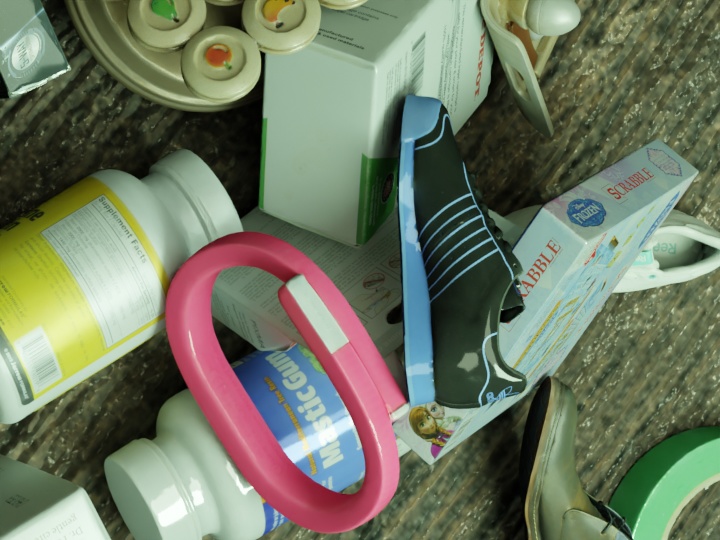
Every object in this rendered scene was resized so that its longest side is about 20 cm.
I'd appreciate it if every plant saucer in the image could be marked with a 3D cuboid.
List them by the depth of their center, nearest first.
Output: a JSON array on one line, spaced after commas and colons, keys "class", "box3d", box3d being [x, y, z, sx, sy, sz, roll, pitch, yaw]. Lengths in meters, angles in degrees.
[{"class": "plant saucer", "box3d": [-0.098, -0.203, 1.623, 0.198, 0.029, 0.202, -2, 94, -24]}]

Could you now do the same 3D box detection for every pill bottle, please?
[{"class": "pill bottle", "box3d": [-0.178, 0.004, 1.634, 0.199, 0.112, 0.113, -33, 107, -20]}, {"class": "pill bottle", "box3d": [-0.068, 0.116, 1.695, 0.199, 0.112, 0.113, -28, 105, -22]}]

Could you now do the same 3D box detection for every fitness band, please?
[{"class": "fitness band", "box3d": [-0.046, 0.070, 1.578, 0.037, 0.143, 0.201, -31, 90, -42]}]

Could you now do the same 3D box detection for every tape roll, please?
[{"class": "tape roll", "box3d": [0.275, 0.220, 1.901, 0.199, 0.048, 0.202, -2, 94, -25]}]

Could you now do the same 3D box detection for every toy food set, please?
[{"class": "toy food set", "box3d": [0.151, -0.210, 1.731, 0.201, 0.060, 0.144, -64, 158, -15]}]

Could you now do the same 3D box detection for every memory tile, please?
[{"class": "memory tile", "box3d": [-0.065, -0.204, 1.565, 0.200, 0.017, 0.153, -40, 71, -17]}]

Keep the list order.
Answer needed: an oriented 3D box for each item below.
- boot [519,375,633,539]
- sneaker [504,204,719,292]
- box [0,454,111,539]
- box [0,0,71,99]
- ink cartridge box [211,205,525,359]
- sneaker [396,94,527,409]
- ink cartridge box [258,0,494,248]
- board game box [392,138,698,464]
[{"class": "boot", "box3d": [0.160, 0.170, 1.800, 0.096, 0.075, 0.202, 5, 114, -3]}, {"class": "sneaker", "box3d": [0.175, -0.012, 1.813, 0.198, 0.088, 0.076, -10, 99, -20]}, {"class": "box", "box3d": [-0.255, 0.226, 1.567, 0.198, 0.200, 0.132, -30, 104, -21]}, {"class": "box", "box3d": [-0.260, -0.206, 1.553, 0.043, 0.160, 0.201, -28, 106, -20]}, {"class": "ink cartridge box", "box3d": [0.000, 0.000, 1.671, 0.162, 0.200, 0.057, -39, 136, -18]}, {"class": "sneaker", "box3d": [0.063, -0.013, 1.563, 0.077, 0.070, 0.202, -2, 78, 0]}, {"class": "ink cartridge box", "box3d": [0.015, -0.135, 1.656, 0.200, 0.083, 0.148, -50, 152, -46]}, {"class": "board game box", "box3d": [0.125, 0.018, 1.682, 0.041, 0.199, 0.201, 41, 119, 13]}]
